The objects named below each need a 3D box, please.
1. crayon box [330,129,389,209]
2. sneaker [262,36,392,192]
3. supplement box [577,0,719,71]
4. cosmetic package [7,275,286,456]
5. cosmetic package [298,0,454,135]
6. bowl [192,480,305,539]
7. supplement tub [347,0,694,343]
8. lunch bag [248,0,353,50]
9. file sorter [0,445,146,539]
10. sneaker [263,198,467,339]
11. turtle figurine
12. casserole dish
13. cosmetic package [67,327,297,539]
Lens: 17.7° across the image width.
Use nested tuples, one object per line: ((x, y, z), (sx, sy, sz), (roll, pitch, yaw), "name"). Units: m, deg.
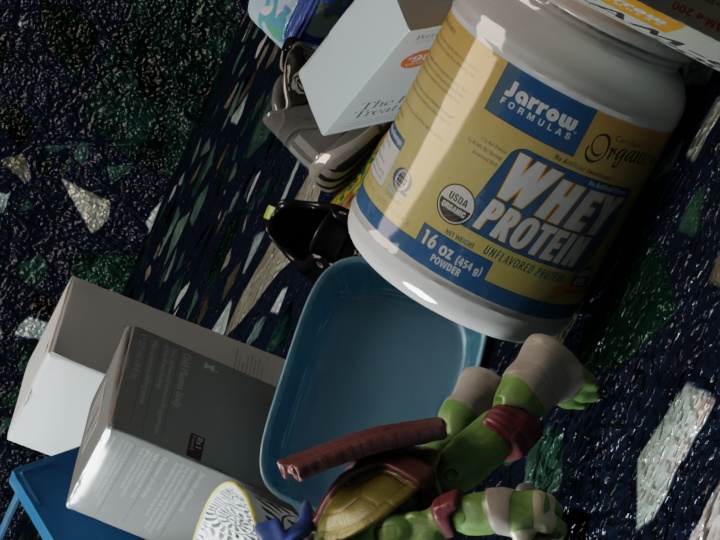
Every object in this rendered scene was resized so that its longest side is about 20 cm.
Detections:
((0.024, -0.047, 1.736), (0.126, 0.051, 0.200), (-51, 14, 14), "crayon box")
((-0.002, -0.160, 1.839), (0.200, 0.115, 0.075), (-44, -9, -35), "sneaker")
((0.191, -0.214, 1.187), (0.201, 0.125, 0.074), (-66, 12, -1), "supplement box")
((-0.142, 0.098, 1.671), (0.108, 0.199, 0.085), (-55, 16, 42), "cosmetic package")
((0.079, -0.152, 1.431), (0.052, 0.199, 0.151), (68, 153, 15), "cosmetic package")
((-0.044, 0.230, 1.393), (0.201, 0.094, 0.202), (-174, 90, -73), "bowl")
((0.094, -0.077, 1.304), (0.201, 0.144, 0.145), (-63, 12, 17), "supplement tub")
((0.012, -0.241, 1.912), (0.083, 0.199, 0.161), (48, 120, 29), "lunch bag")
((-0.146, 0.226, 1.575), (0.200, 0.138, 0.123), (55, 140, 22), "file sorter")
((0.000, 0.000, 1.573), (0.200, 0.083, 0.072), (24, 88, 48), "sneaker")
((0.061, 0.141, 1.204), (0.194, 0.199, 0.144), (-50, -22, -34), "turtle figurine")
((0.010, 0.082, 1.470), (0.039, 0.120, 0.201), (86, -160, -64), "casserole dish")
((-0.083, 0.132, 1.524), (0.107, 0.199, 0.090), (-86, 21, -53), "cosmetic package")
